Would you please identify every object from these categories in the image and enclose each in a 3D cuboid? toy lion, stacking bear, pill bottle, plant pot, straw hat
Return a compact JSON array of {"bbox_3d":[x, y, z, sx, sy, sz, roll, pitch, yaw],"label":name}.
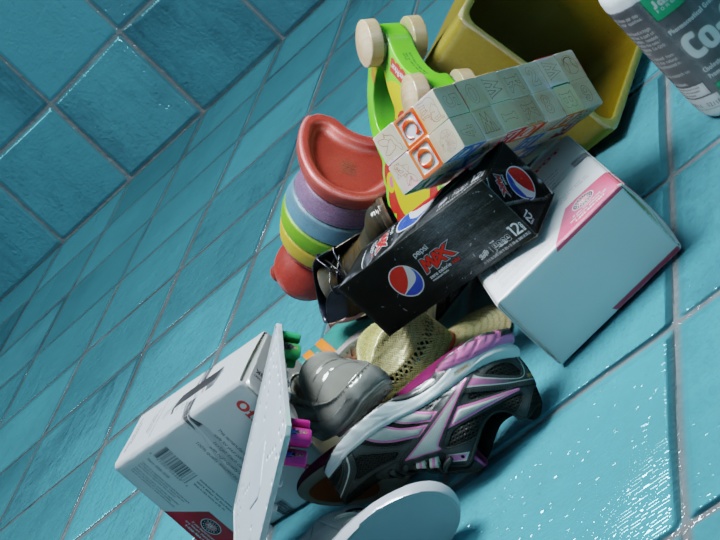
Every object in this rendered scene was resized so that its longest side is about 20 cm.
[{"bbox_3d":[0.052,-0.128,1.698,0.200,0.068,0.192,-124,32,-51],"label":"toy lion"},{"bbox_3d":[-0.037,-0.048,1.846,0.114,0.121,0.200,-76,7,-45],"label":"stacking bear"},{"bbox_3d":[0.284,-0.243,1.543,0.113,0.200,0.113,-43,16,16],"label":"pill bottle"},{"bbox_3d":[0.151,-0.194,1.818,0.200,0.194,0.196,-48,11,41],"label":"plant pot"},{"bbox_3d":[0.042,0.080,1.598,0.201,0.085,0.201,-42,17,15],"label":"straw hat"}]

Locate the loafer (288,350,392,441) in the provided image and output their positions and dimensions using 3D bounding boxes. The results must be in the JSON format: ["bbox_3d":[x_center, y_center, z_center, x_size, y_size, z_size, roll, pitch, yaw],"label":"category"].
[{"bbox_3d":[-0.025,0.106,1.523,0.070,0.070,0.200,-41,1,-20],"label":"loafer"}]

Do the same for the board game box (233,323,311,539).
[{"bbox_3d":[-0.078,0.177,1.499,0.200,0.026,0.200,-101,23,-66],"label":"board game box"}]

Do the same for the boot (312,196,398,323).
[{"bbox_3d":[0.000,0.000,1.652,0.097,0.075,0.200,-21,-25,-3],"label":"boot"}]

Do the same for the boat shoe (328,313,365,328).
[{"bbox_3d":[0.018,-0.015,1.918,0.200,0.072,0.072,-51,16,-16],"label":"boat shoe"}]

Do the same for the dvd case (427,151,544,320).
[{"bbox_3d":[0.117,-0.038,1.682,0.200,0.025,0.150,-51,-12,-13],"label":"dvd case"}]

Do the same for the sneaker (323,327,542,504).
[{"bbox_3d":[0.061,0.136,1.406,0.200,0.086,0.080,-39,-17,17],"label":"sneaker"}]

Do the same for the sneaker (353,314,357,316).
[{"bbox_3d":[0.050,-0.016,1.795,0.200,0.082,0.070,-51,-19,-29],"label":"sneaker"}]

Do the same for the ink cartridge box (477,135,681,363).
[{"bbox_3d":[0.177,-0.024,1.505,0.147,0.083,0.200,-45,16,7],"label":"ink cartridge box"}]

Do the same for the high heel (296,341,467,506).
[{"bbox_3d":[0.030,0.137,1.517,0.200,0.067,0.096,-24,37,22],"label":"high heel"}]

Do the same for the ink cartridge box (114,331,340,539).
[{"bbox_3d":[-0.116,0.170,1.683,0.200,0.144,0.084,-34,20,35],"label":"ink cartridge box"}]

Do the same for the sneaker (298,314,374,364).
[{"bbox_3d":[-0.029,0.105,1.770,0.200,0.071,0.080,-32,16,28],"label":"sneaker"}]

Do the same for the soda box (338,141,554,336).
[{"bbox_3d":[0.072,-0.025,1.499,0.200,0.071,0.063,-37,15,40],"label":"soda box"}]

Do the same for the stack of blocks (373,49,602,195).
[{"bbox_3d":[0.106,-0.124,1.519,0.200,0.059,0.115,-20,-13,-45],"label":"stack of blocks"}]

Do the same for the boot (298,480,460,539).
[{"bbox_3d":[0.000,0.215,1.399,0.200,0.074,0.096,-42,23,22],"label":"boot"}]
